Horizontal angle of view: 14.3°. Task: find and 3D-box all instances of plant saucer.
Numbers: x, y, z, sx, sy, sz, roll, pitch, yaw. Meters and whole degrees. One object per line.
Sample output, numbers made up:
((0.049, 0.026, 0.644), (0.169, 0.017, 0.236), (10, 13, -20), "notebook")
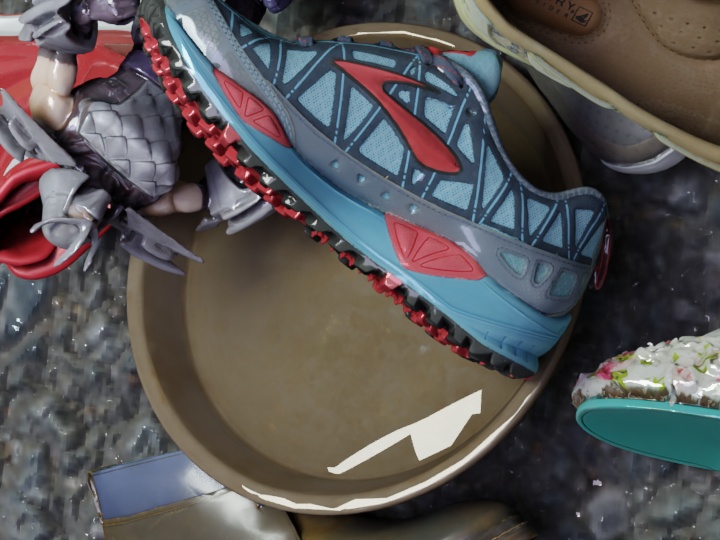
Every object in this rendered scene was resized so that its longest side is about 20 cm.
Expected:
((0.000, 0.000, 1.135), (0.199, 0.029, 0.201), (-8, 71, 23), "plant saucer")

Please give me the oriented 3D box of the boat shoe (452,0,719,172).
((0.126, -0.071, 1.038), (0.199, 0.063, 0.074), (18, 103, -5), "boat shoe")

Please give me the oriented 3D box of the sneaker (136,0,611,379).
((0.008, -0.052, 1.060), (0.200, 0.079, 0.096), (40, 83, -11), "sneaker")

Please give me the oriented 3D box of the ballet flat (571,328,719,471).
((0.179, 0.050, 1.061), (0.199, 0.076, 0.064), (11, 66, 22), "ballet flat")

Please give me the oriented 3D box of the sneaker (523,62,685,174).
((0.068, -0.128, 1.093), (0.077, 0.082, 0.201), (-28, 79, 25), "sneaker")

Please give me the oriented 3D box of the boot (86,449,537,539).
((-0.028, 0.102, 1.153), (0.199, 0.075, 0.097), (-22, 85, 27), "boot")

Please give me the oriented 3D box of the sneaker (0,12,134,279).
((-0.167, -0.051, 1.186), (0.199, 0.116, 0.079), (-13, 127, 27), "sneaker")

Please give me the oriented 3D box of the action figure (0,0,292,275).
((-0.070, -0.085, 1.109), (0.069, 0.130, 0.201), (11, 64, 44), "action figure")
